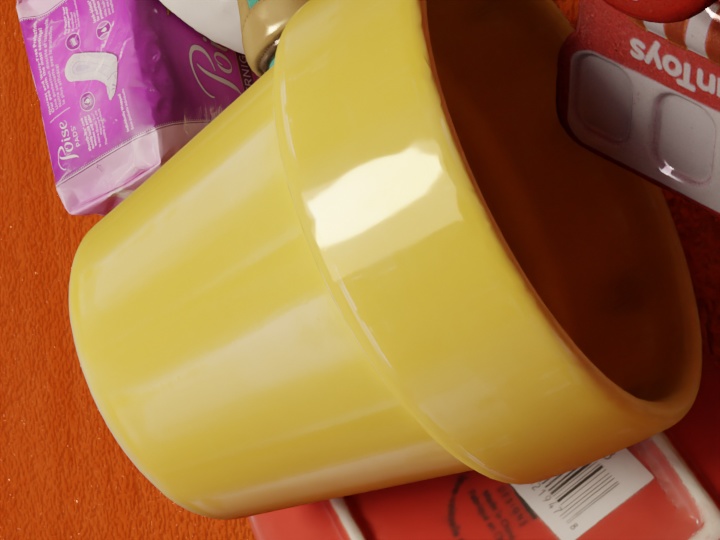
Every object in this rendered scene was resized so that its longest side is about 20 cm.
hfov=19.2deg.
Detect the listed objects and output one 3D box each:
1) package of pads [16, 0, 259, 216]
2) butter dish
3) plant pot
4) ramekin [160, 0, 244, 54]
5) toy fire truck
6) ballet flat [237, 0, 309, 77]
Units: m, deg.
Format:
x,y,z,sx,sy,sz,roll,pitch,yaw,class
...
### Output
x,y,z,sx,sy,sz,roll,pitch,yaw,class
-0.061,-0.084,1.012,0.076,0.200,0.121,-26,71,36,package of pads
0.083,0.130,0.880,0.200,0.199,0.148,58,179,43,butter dish
0.000,0.000,0.805,0.188,0.201,0.201,-26,70,24,plant pot
-0.025,-0.203,0.963,0.098,0.200,0.201,-26,71,43,ramekin
0.151,-0.073,0.683,0.200,0.112,0.168,30,141,30,toy fire truck
0.018,-0.096,0.914,0.069,0.200,0.063,-36,60,22,ballet flat
